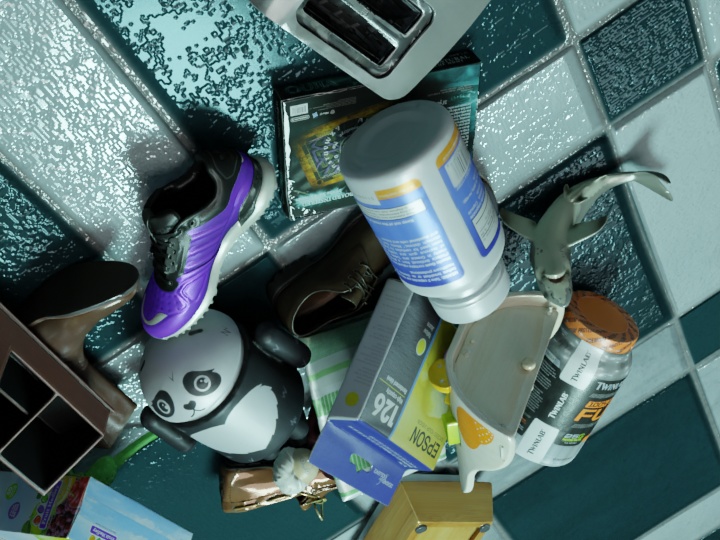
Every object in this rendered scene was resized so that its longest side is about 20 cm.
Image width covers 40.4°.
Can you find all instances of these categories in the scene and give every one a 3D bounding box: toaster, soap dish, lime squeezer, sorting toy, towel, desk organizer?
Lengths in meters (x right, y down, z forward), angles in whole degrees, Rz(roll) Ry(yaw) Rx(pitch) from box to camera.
[{"bbox_3d":[0.011,-0.254,0.767,0.199,0.119,0.181,28,114,-39],"label":"toaster"},{"bbox_3d":[0.083,0.374,1.360,0.156,0.082,0.201,9,125,-31],"label":"soap dish"},{"bbox_3d":[-0.301,0.198,1.032,0.197,0.071,0.038,-2,146,-23],"label":"lime squeezer"},{"bbox_3d":[0.135,0.142,1.050,0.106,0.201,0.182,16,136,16],"label":"sorting toy"},{"bbox_3d":[0.020,0.146,1.107,0.151,0.023,0.203,-18,107,-22],"label":"towel"},{"bbox_3d":[-0.316,0.106,0.876,0.071,0.077,0.201,-26,124,17],"label":"desk organizer"}]

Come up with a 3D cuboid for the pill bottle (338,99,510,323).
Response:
[{"bbox_3d":[0.069,-0.047,0.915,0.111,0.112,0.201,-30,126,1],"label":"pill bottle"}]

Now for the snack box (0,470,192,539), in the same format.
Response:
[{"bbox_3d":[-0.305,0.269,1.022,0.198,0.068,0.169,-4,147,34],"label":"snack box"}]

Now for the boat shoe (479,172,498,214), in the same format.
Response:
[{"bbox_3d":[0.126,-0.024,1.038,0.072,0.063,0.201,-25,143,-7],"label":"boat shoe"}]

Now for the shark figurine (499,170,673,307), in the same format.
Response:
[{"bbox_3d":[0.242,-0.050,1.086,0.214,0.128,0.090,-43,146,-19],"label":"shark figurine"}]

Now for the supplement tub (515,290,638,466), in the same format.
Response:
[{"bbox_3d":[0.254,0.132,1.207,0.121,0.123,0.202,4,126,-28],"label":"supplement tub"}]

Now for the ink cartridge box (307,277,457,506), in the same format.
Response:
[{"bbox_3d":[0.044,0.139,1.032,0.198,0.047,0.202,43,65,-54],"label":"ink cartridge box"}]

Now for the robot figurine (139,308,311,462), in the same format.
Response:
[{"bbox_3d":[-0.136,0.123,1.010,0.200,0.124,0.152,43,68,-43],"label":"robot figurine"}]

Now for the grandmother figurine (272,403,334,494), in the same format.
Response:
[{"bbox_3d":[-0.017,0.195,1.142,0.198,0.122,0.061,-28,164,-23],"label":"grandmother figurine"}]

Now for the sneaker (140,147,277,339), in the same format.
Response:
[{"bbox_3d":[-0.166,-0.030,0.893,0.099,0.070,0.201,13,114,-53],"label":"sneaker"}]

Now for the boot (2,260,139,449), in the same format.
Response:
[{"bbox_3d":[-0.260,0.093,0.969,0.184,0.065,0.201,-19,132,8],"label":"boot"}]

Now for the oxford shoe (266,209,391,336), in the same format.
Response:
[{"bbox_3d":[0.000,0.000,1.002,0.199,0.085,0.073,-40,131,8],"label":"oxford shoe"}]

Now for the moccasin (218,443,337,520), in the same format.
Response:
[{"bbox_3d":[-0.070,0.256,1.179,0.199,0.073,0.079,-5,99,-22],"label":"moccasin"}]

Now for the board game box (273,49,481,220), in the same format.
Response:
[{"bbox_3d":[0.017,-0.129,0.938,0.197,0.028,0.137,-13,133,-16],"label":"board game box"}]
